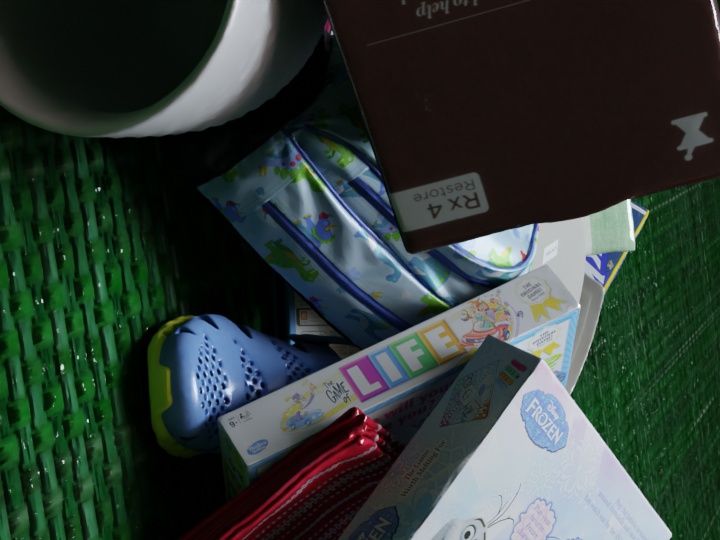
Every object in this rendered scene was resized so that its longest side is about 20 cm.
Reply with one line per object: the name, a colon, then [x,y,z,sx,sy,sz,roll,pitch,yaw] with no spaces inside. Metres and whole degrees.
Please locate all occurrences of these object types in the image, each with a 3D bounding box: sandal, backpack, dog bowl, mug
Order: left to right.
mug: [-0.104,-0.157,0.830,0.200,0.148,0.175,52,18,8]
sandal: [-0.044,0.062,0.975,0.200,0.087,0.080,4,81,-62]
backpack: [0.004,-0.040,0.988,0.200,0.154,0.163,60,20,-18]
dog bowl: [0.096,0.017,1.139,0.200,0.059,0.200,-40,138,-50]

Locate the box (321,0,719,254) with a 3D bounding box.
box: [0.076,-0.143,0.851,0.200,0.166,0.164,-91,165,-57]

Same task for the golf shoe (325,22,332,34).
golf shoe: [-0.002,-0.164,1.167,0.073,0.092,0.200,-28,111,-70]

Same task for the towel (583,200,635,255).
towel: [0.084,-0.079,1.238,0.023,0.200,0.153,179,-96,-84]

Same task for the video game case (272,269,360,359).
video game case: [0.000,0.000,1.132,0.143,0.018,0.200,1,85,-45]

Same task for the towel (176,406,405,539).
towel: [-0.020,0.150,0.961,0.022,0.145,0.200,56,5,31]

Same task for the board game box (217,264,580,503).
board game box: [0.022,0.086,0.969,0.034,0.200,0.135,55,-21,31]

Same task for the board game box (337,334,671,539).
board game box: [0.064,0.168,0.946,0.199,0.043,0.200,-52,136,-13]

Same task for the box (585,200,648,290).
box: [0.143,0.013,1.316,0.200,0.070,0.064,-54,172,-44]
